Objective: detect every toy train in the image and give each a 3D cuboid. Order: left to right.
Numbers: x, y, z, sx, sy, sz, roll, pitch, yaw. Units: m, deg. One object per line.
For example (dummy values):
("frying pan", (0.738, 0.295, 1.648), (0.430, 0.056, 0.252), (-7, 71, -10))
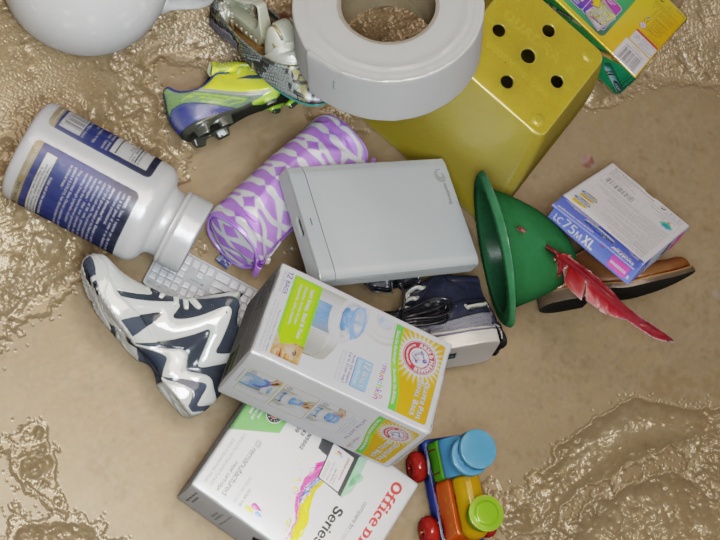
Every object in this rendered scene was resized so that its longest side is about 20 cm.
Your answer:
("toy train", (0.117, 0.268, 1.659), (0.084, 0.116, 0.201), (-6, 76, -19))

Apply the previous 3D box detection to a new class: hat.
("hat", (0.229, -0.027, 1.735), (0.175, 0.166, 0.201), (-11, 114, -4))

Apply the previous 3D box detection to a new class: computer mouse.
("computer mouse", (0.000, 0.000, 1.714), (0.140, 0.046, 0.200), (-15, 57, -24))

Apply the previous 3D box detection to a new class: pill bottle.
("pill bottle", (-0.258, -0.080, 1.632), (0.200, 0.111, 0.111), (28, 68, -4))

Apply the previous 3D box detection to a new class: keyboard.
("keyboard", (-0.135, 0.037, 1.700), (0.200, 0.011, 0.056), (29, 68, -9))

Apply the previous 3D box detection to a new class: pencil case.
("pencil case", (-0.078, -0.084, 1.712), (0.085, 0.084, 0.200), (39, 66, 12))

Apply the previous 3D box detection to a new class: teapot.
("teapot", (-0.285, -0.332, 1.684), (0.200, 0.146, 0.198), (-28, 85, -24))

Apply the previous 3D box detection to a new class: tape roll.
("tape roll", (0.028, -0.256, 1.644), (0.202, 0.071, 0.203), (0, 61, 0))

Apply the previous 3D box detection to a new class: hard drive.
("hard drive", (0.021, -0.053, 1.687), (0.199, 0.027, 0.132), (-6, 68, -32))

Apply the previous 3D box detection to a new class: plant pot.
("plant pot", (0.154, -0.207, 1.775), (0.200, 0.176, 0.200), (41, 67, -3))

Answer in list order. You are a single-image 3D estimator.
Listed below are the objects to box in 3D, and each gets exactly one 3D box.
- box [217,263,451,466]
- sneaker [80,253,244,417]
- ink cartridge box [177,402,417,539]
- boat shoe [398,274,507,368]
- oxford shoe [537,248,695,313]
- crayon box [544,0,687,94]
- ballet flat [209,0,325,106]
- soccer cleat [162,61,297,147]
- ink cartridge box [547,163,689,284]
("box", (-0.024, 0.098, 1.587), (0.200, 0.101, 0.113), (26, 55, -12))
("sneaker", (-0.189, 0.039, 1.639), (0.130, 0.079, 0.199), (-40, 90, -19))
("ink cartridge box", (-0.063, 0.227, 1.628), (0.200, 0.084, 0.145), (36, 66, -5))
("boat shoe", (0.055, 0.061, 1.731), (0.199, 0.075, 0.093), (-6, 61, -20))
("oxford shoe", (0.293, -0.002, 1.821), (0.199, 0.071, 0.072), (-6, 72, -18))
("crayon box", (0.284, -0.327, 1.915), (0.200, 0.058, 0.119), (43, 66, -2))
("ballet flat", (-0.100, -0.253, 1.714), (0.072, 0.072, 0.200), (-32, 54, -23))
("soccer cleat", (-0.125, -0.207, 1.745), (0.200, 0.065, 0.084), (-27, 79, -23))
("ink cartridge box", (0.288, -0.052, 1.780), (0.119, 0.042, 0.200), (41, 28, 12))
